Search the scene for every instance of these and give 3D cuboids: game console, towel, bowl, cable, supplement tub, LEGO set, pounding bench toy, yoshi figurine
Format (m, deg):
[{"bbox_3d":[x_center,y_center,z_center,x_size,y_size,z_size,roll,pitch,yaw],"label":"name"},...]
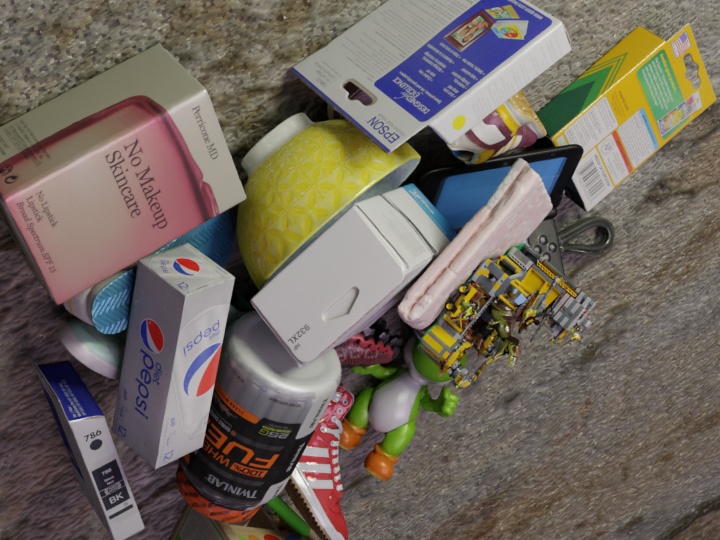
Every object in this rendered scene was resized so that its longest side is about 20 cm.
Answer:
[{"bbox_3d":[0.146,-0.028,1.541,0.198,0.116,0.178,-10,89,-22],"label":"game console"},{"bbox_3d":[0.115,-0.016,1.432,0.191,0.032,0.200,-50,166,1],"label":"towel"},{"bbox_3d":[-0.051,-0.085,1.378,0.200,0.108,0.200,-39,176,-4],"label":"bowl"},{"bbox_3d":[0.206,-0.025,1.668,0.199,0.050,0.098,-33,112,-29],"label":"cable"},{"bbox_3d":[-0.107,0.148,1.436,0.122,0.123,0.201,1,130,-34],"label":"supplement tub"},{"bbox_3d":[0.156,0.060,1.451,0.154,0.116,0.200,-51,167,9],"label":"LEGO set"},{"bbox_3d":[-0.106,0.308,1.600,0.155,0.124,0.201,15,109,-40],"label":"pounding bench toy"},{"bbox_3d":[0.053,0.131,1.609,0.112,0.112,0.201,36,93,-36],"label":"yoshi figurine"}]

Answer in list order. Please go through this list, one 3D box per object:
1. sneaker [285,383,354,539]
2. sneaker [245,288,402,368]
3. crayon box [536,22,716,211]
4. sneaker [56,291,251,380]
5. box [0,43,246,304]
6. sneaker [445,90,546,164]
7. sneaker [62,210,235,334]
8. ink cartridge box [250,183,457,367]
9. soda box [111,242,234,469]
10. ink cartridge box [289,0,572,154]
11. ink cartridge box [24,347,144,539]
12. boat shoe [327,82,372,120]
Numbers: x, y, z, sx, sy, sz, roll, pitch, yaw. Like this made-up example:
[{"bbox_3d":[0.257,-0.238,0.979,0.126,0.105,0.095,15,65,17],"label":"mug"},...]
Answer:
[{"bbox_3d":[-0.038,0.197,1.568,0.112,0.071,0.201,-32,99,-18],"label":"sneaker"},{"bbox_3d":[-0.048,0.081,1.530,0.199,0.071,0.099,12,111,-36],"label":"sneaker"},{"bbox_3d":[0.293,-0.178,1.606,0.200,0.052,0.126,-40,133,-5],"label":"crayon box"},{"bbox_3d":[-0.195,0.045,1.401,0.200,0.074,0.119,13,118,-49],"label":"sneaker"},{"bbox_3d":[-0.222,-0.086,1.276,0.199,0.109,0.129,-31,131,-14],"label":"box"},{"bbox_3d":[0.130,-0.150,1.467,0.090,0.075,0.200,-31,171,11],"label":"sneaker"},{"bbox_3d":[-0.199,-0.015,1.365,0.199,0.080,0.077,-30,133,-41],"label":"sneaker"},{"bbox_3d":[0.000,0.000,1.392,0.145,0.084,0.200,-42,175,19],"label":"ink cartridge box"},{"bbox_3d":[-0.174,0.080,1.333,0.063,0.068,0.201,-22,135,-45],"label":"soda box"},{"bbox_3d":[0.062,-0.194,1.339,0.199,0.198,0.047,-38,132,-6],"label":"ink cartridge box"},{"bbox_3d":[-0.268,0.166,1.415,0.039,0.099,0.201,-26,131,-17],"label":"ink cartridge box"},{"bbox_3d":[0.062,-0.186,1.429,0.199,0.072,0.073,-25,130,-19],"label":"boat shoe"}]
